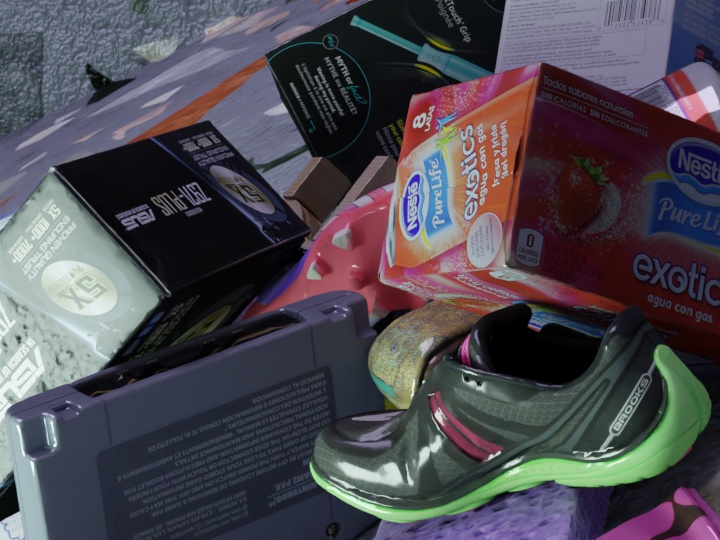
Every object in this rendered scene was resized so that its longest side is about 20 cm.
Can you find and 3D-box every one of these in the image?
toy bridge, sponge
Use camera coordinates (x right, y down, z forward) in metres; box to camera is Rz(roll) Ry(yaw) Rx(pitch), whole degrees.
[{"bbox_3d":[0.002,-0.030,1.329,0.067,0.027,0.200,-52,21,-13],"label":"toy bridge"},{"bbox_3d":[0.060,0.115,1.105,0.111,0.030,0.200,-22,15,19],"label":"sponge"}]

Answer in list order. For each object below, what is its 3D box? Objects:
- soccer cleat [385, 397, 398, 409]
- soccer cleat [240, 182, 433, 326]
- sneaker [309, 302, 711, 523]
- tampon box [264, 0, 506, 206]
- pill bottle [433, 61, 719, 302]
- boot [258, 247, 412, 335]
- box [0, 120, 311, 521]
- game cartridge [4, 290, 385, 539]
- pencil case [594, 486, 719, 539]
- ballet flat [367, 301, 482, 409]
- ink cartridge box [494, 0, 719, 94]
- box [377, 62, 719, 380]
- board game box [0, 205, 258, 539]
[{"bbox_3d":[-0.054,0.119,1.268,0.200,0.084,0.065,-15,-27,-5],"label":"soccer cleat"},{"bbox_3d":[0.000,0.000,1.253,0.200,0.067,0.077,-43,11,41],"label":"soccer cleat"},{"bbox_3d":[0.060,0.057,1.074,0.200,0.084,0.077,-16,17,33],"label":"sneaker"},{"bbox_3d":[0.060,-0.114,1.622,0.200,0.150,0.126,-27,-7,-1],"label":"tampon box"},{"bbox_3d":[0.122,-0.022,1.310,0.200,0.112,0.111,-27,14,5],"label":"pill bottle"},{"bbox_3d":[-0.018,-0.017,1.479,0.168,0.077,0.200,14,31,10],"label":"boot"},{"bbox_3d":[-0.144,0.031,1.234,0.200,0.086,0.164,-47,-9,24],"label":"box"},{"bbox_3d":[-0.074,0.099,1.167,0.200,0.134,0.040,-19,20,-32],"label":"game cartridge"},{"bbox_3d":[0.053,0.149,0.878,0.200,0.091,0.094,-24,7,5],"label":"pencil case"},{"bbox_3d":[0.086,0.025,1.219,0.200,0.071,0.071,-20,7,-35],"label":"ballet flat"},{"bbox_3d":[0.160,-0.146,1.487,0.136,0.200,0.076,-1,-15,41],"label":"ink cartridge box"},{"bbox_3d":[0.120,-0.017,1.106,0.100,0.200,0.096,-8,68,55],"label":"box"},{"bbox_3d":[-0.149,0.053,1.365,0.200,0.200,0.041,-23,9,16],"label":"board game box"}]
